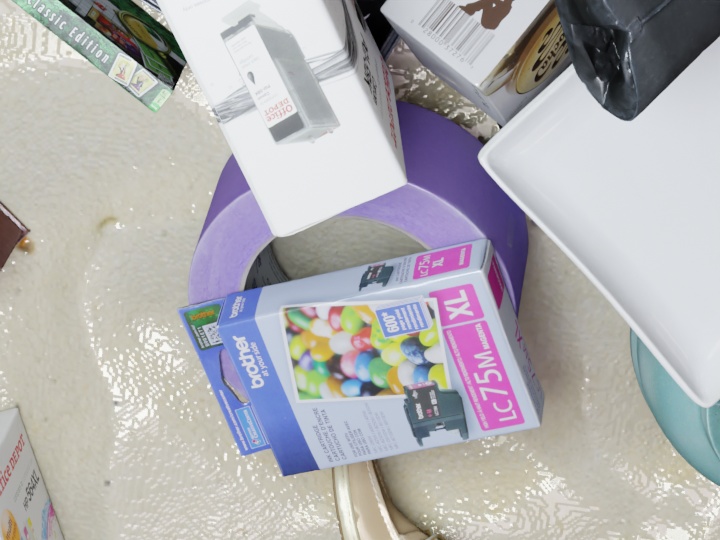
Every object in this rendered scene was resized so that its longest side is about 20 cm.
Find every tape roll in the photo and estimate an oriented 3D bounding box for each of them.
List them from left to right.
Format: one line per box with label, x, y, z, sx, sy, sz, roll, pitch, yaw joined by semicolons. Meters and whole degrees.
tape roll;0.000;0.000;1.632;0.199;0.085;0.201;5;126;7

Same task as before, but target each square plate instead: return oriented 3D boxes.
square plate;0.197;-0.058;1.556;0.198;0.028;0.200;-44;97;-14

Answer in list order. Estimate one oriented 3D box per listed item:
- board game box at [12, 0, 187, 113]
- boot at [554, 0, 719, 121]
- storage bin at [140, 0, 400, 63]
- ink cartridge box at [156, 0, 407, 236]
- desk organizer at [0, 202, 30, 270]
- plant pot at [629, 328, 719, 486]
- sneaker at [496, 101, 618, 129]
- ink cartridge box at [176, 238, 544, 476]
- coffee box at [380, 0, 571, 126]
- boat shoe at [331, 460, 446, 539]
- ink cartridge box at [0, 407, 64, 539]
board game box;-0.189;-0.175;1.600;0.200;0.105;0.023;38;104;-10
boot;0.204;-0.142;1.485;0.066;0.200;0.165;-15;111;51
storage bin;-0.055;-0.204;1.587;0.200;0.094;0.135;31;109;-6
ink cartridge box;-0.051;-0.142;1.465;0.083;0.147;0.200;-22;118;8
desk organizer;-0.305;-0.060;1.662;0.072;0.077;0.200;-41;102;16
plant pot;0.266;0.063;1.636;0.200;0.134;0.201;1;110;4
sneaker;0.179;-0.097;1.601;0.199;0.077;0.111;-12;136;14
ink cartridge box;-0.002;0.057;1.598;0.199;0.042;0.120;-11;122;19
coffee box;0.112;-0.189;1.532;0.080;0.113;0.200;39;89;17
boat shoe;0.034;0.195;1.723;0.064;0.071;0.201;-19;95;8
ink cartridge box;-0.264;0.190;1.720;0.125;0.129;0.201;-14;108;8
